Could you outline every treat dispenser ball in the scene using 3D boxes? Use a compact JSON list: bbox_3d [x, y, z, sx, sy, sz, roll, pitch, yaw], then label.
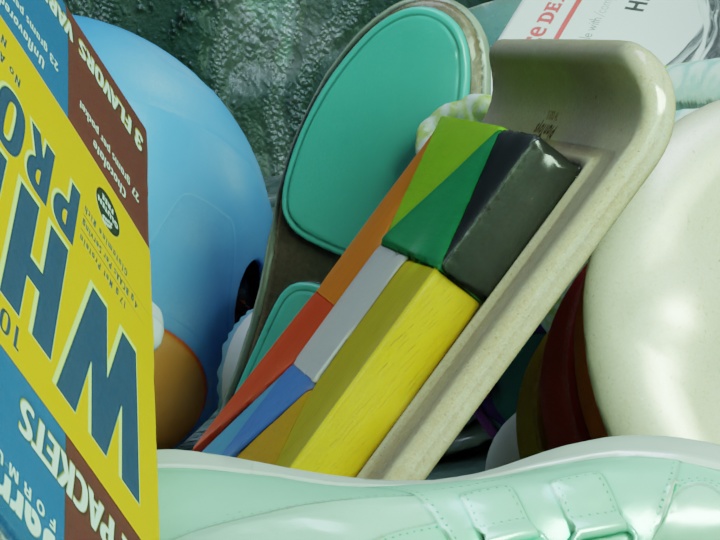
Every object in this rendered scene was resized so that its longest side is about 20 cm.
[{"bbox_3d":[-0.136,-0.007,1.125,0.200,0.202,0.201,-9,5,1],"label":"treat dispenser ball"}]

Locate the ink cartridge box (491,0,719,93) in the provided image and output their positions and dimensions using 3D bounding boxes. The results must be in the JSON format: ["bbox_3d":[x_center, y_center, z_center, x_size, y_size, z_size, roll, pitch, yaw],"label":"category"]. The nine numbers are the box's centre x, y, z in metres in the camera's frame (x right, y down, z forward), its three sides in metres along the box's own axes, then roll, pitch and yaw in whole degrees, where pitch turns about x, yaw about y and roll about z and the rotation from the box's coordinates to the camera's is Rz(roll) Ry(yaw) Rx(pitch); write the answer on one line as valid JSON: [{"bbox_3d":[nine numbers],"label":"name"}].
[{"bbox_3d":[0.108,-0.054,0.976,0.199,0.068,0.116,10,41,20],"label":"ink cartridge box"}]

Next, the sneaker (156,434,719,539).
[{"bbox_3d":[0.027,0.092,0.602,0.199,0.074,0.118,0,22,-2],"label":"sneaker"}]

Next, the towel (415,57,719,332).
[{"bbox_3d":[0.139,-0.002,0.872,0.199,0.171,0.048,-5,46,37],"label":"towel"}]

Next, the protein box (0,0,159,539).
[{"bbox_3d":[-0.162,0.019,0.584,0.199,0.135,0.199,-21,39,12],"label":"protein box"}]

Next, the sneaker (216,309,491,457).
[{"bbox_3d":[0.041,0.039,1.103,0.199,0.077,0.081,-16,23,-38],"label":"sneaker"}]

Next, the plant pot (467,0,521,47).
[{"bbox_3d":[0.100,-0.033,1.242,0.199,0.135,0.200,-10,-15,-3],"label":"plant pot"}]

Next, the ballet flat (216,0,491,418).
[{"bbox_3d":[0.000,0.000,0.942,0.067,0.201,0.064,25,10,24],"label":"ballet flat"}]

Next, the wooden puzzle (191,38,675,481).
[{"bbox_3d":[0.005,0.021,0.755,0.037,0.200,0.185,32,-1,-11],"label":"wooden puzzle"}]

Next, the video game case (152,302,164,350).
[{"bbox_3d":[-0.198,0.017,0.893,0.200,0.182,0.022,-33,33,24],"label":"video game case"}]

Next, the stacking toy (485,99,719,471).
[{"bbox_3d":[0.096,0.042,0.799,0.146,0.147,0.200,-11,-11,-25],"label":"stacking toy"}]

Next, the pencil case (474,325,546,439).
[{"bbox_3d":[0.097,-0.017,1.063,0.092,0.085,0.200,9,38,15],"label":"pencil case"}]
